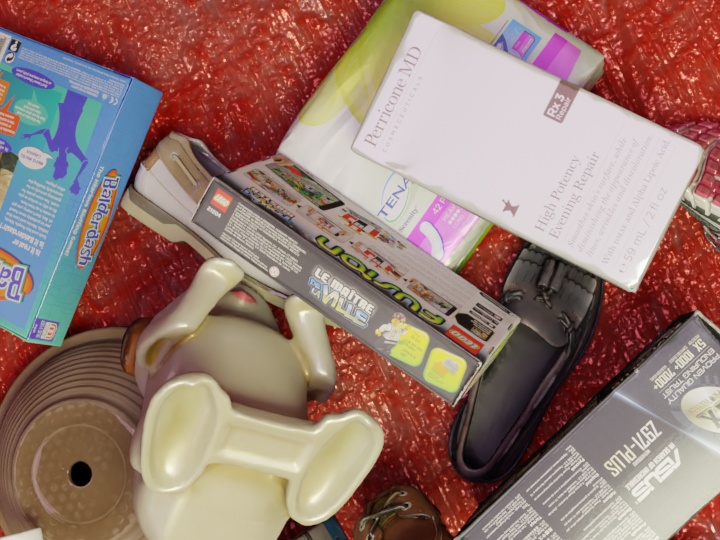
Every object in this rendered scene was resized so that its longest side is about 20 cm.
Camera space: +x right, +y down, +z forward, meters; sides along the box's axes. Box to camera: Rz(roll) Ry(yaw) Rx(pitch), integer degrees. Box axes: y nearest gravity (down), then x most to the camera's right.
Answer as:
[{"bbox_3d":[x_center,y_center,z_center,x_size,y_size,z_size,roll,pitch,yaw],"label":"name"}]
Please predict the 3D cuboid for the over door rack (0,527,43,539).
[{"bbox_3d":[-0.308,0.136,0.927,0.200,0.066,0.148,-21,83,47],"label":"over door rack"}]

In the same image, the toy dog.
[{"bbox_3d":[-0.084,0.086,0.842,0.139,0.200,0.194,8,118,-18],"label":"toy dog"}]

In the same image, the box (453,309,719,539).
[{"bbox_3d":[0.166,0.124,0.838,0.200,0.164,0.086,-44,80,5],"label":"box"}]

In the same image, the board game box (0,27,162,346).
[{"bbox_3d":[-0.249,-0.065,0.967,0.152,0.045,0.201,23,91,24],"label":"board game box"}]

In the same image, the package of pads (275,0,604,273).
[{"bbox_3d":[0.049,-0.106,0.919,0.154,0.068,0.200,36,93,10],"label":"package of pads"}]

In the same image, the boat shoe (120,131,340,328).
[{"bbox_3d":[-0.075,-0.029,0.935,0.200,0.075,0.069,30,98,11],"label":"boat shoe"}]

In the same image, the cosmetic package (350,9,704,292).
[{"bbox_3d":[0.104,-0.074,0.837,0.200,0.074,0.102,26,95,9],"label":"cosmetic package"}]

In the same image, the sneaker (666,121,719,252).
[{"bbox_3d":[0.265,-0.025,0.877,0.200,0.075,0.081,40,54,21],"label":"sneaker"}]

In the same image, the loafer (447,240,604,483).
[{"bbox_3d":[0.115,0.054,0.901,0.072,0.063,0.201,23,91,10],"label":"loafer"}]

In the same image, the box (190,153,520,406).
[{"bbox_3d":[0.000,0.000,0.842,0.200,0.110,0.035,35,111,9],"label":"box"}]

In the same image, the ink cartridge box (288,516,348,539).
[{"bbox_3d":[-0.036,0.235,0.850,0.067,0.200,0.116,-32,82,8],"label":"ink cartridge box"}]

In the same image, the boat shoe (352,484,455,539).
[{"bbox_3d":[0.024,0.177,0.842,0.072,0.200,0.068,-30,85,-6],"label":"boat shoe"}]

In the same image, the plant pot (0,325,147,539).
[{"bbox_3d":[-0.182,0.139,0.937,0.200,0.093,0.202,-1,86,10],"label":"plant pot"}]
